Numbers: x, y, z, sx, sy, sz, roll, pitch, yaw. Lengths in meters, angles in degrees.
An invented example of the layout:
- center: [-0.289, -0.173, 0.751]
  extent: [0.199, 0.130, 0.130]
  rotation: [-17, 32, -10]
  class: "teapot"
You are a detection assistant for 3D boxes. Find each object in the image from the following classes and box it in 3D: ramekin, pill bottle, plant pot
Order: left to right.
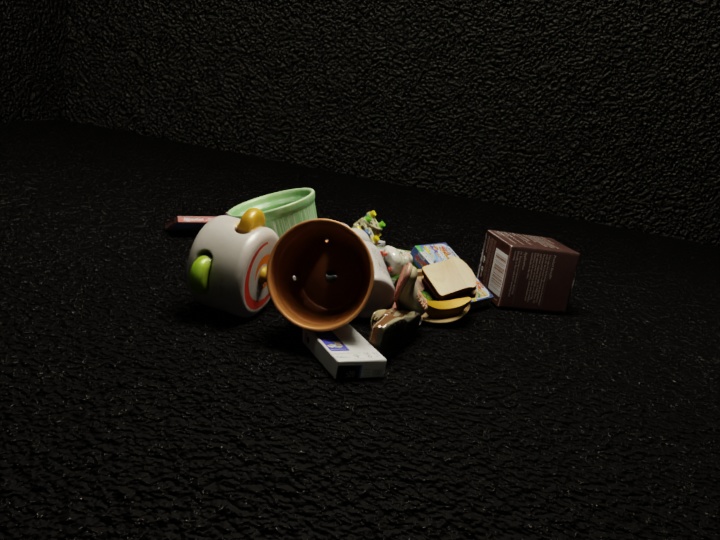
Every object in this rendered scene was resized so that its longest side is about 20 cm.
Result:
- center: [-0.186, -0.106, 1.472]
  extent: [0.197, 0.099, 0.200]
  rotation: [-13, 18, 4]
  class: "ramekin"
- center: [-0.064, 0.010, 1.257]
  extent: [0.197, 0.204, 0.140]
  rotation: [12, 0, 8]
  class: "plant pot"
- center: [0.000, 0.000, 1.478]
  extent: [0.112, 0.116, 0.201]
  rotation: [4, 37, -19]
  class: "pill bottle"

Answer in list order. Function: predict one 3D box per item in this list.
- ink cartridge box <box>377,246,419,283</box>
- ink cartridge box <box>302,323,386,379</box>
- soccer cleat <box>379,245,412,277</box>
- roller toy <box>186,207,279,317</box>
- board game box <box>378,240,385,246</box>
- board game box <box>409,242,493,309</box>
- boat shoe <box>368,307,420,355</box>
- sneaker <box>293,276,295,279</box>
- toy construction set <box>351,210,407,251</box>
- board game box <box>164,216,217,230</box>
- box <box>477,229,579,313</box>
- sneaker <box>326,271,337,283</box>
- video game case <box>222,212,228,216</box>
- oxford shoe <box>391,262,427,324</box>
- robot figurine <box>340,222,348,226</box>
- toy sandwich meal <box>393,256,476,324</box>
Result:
- center: [0.098, 0.005, 1.695]
  extent: [0.145, 0.077, 0.200]
  rotation: [7, 15, -9]
  class: "ink cartridge box"
- center: [-0.040, 0.138, 1.221]
  extent: [0.098, 0.040, 0.200]
  rotation: [2, 19, -27]
  class: "ink cartridge box"
- center: [0.087, -0.024, 1.552]
  extent: [0.076, 0.070, 0.200]
  rotation: [-16, -6, -3]
  class: "soccer cleat"
- center: [-0.241, -0.009, 1.326]
  extent: [0.138, 0.202, 0.183]
  rotation: [16, -27, 18]
  class: "roller toy"
- center: [-0.038, -0.085, 1.997]
  extent: [0.197, 0.035, 0.126]
  rotation: [16, 17, 19]
  class: "board game box"
- center: [0.227, 0.014, 1.667]
  extent: [0.134, 0.035, 0.201]
  rotation: [-8, 50, -47]
  class: "board game box"
- center: [0.054, 0.114, 1.299]
  extent: [0.073, 0.077, 0.199]
  rotation: [19, 9, 21]
  class: "boat shoe"
- center: [-0.101, 0.024, 1.503]
  extent: [0.197, 0.082, 0.076]
  rotation: [3, 15, -29]
  class: "sneaker"
- center: [0.046, -0.076, 1.868]
  extent: [0.201, 0.092, 0.130]
  rotation: [51, 26, 22]
  class: "toy construction set"
- center: [-0.433, -0.130, 1.858]
  extent: [0.198, 0.020, 0.102]
  rotation: [-2, -8, -37]
  class: "board game box"
- center: [0.432, 0.002, 1.746]
  extent: [0.197, 0.169, 0.164]
  rotation: [6, 15, -14]
  class: "box"
- center: [-0.075, -0.020, 1.444]
  extent: [0.069, 0.078, 0.202]
  rotation: [18, 36, -32]
  class: "sneaker"
- center: [-0.288, -0.128, 1.818]
  extent: [0.197, 0.036, 0.181]
  rotation: [-5, -7, -25]
  class: "video game case"
- center: [0.109, 0.051, 1.380]
  extent: [0.073, 0.072, 0.201]
  rotation: [17, -28, 8]
  class: "oxford shoe"
- center: [-0.099, -0.077, 1.787]
  extent: [0.197, 0.115, 0.170]
  rotation: [7, -10, -11]
  class: "robot figurine"
- center: [0.172, 0.041, 1.520]
  extent: [0.201, 0.071, 0.207]
  rotation: [5, 39, -4]
  class: "toy sandwich meal"
